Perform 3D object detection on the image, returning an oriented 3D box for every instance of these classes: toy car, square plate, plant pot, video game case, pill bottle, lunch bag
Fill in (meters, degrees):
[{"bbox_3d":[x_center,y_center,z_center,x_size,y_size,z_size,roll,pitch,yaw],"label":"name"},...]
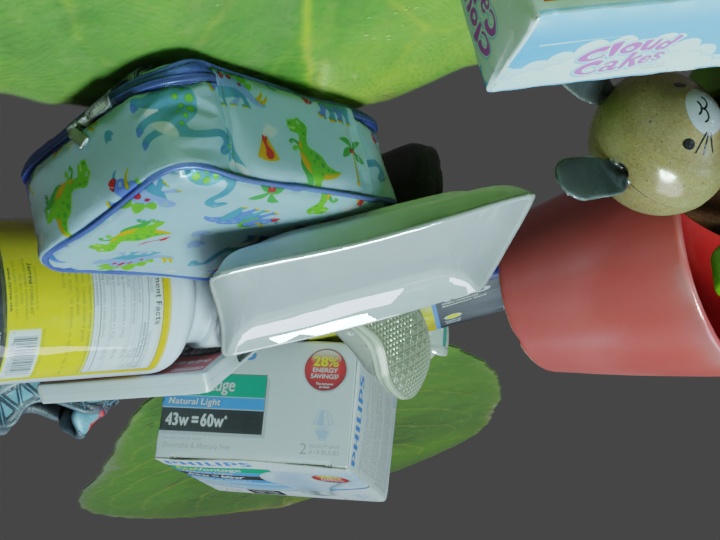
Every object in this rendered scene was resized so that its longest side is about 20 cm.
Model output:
[{"bbox_3d":[0.206,-0.086,0.758,0.200,0.165,0.158,8,156,-23],"label":"toy car"},{"bbox_3d":[0.000,0.000,0.798,0.200,0.029,0.198,-14,165,-8],"label":"square plate"},{"bbox_3d":[0.225,0.001,1.008,0.177,0.201,0.200,-13,167,36],"label":"plant pot"},{"bbox_3d":[-0.142,0.057,0.963,0.143,0.017,0.200,-6,-166,20],"label":"video game case"},{"bbox_3d":[-0.185,0.019,0.842,0.200,0.112,0.112,-2,160,-34],"label":"pill bottle"},{"bbox_3d":[-0.092,-0.050,0.741,0.161,0.083,0.200,-29,158,37],"label":"lunch bag"}]

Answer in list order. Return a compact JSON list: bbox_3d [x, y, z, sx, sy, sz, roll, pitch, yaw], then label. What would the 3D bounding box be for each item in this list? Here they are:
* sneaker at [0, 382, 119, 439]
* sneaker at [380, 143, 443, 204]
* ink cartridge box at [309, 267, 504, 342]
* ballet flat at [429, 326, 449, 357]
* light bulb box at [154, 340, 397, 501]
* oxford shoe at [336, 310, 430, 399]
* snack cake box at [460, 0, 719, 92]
[{"bbox_3d":[-0.248,0.106,1.104,0.200,0.096,0.079,-6,162,-23],"label":"sneaker"},{"bbox_3d":[-0.019,-0.033,0.879,0.091,0.076,0.200,9,150,-37],"label":"sneaker"},{"bbox_3d":[0.039,0.024,1.156,0.197,0.047,0.200,-14,165,4],"label":"ink cartridge box"},{"bbox_3d":[0.015,0.098,1.337,0.200,0.070,0.069,-25,160,34],"label":"ballet flat"},{"bbox_3d":[-0.078,0.154,1.237,0.198,0.125,0.200,1,162,13],"label":"light bulb box"},{"bbox_3d":[0.010,0.049,1.088,0.058,0.075,0.200,11,153,34],"label":"oxford shoe"},{"bbox_3d":[0.141,-0.152,0.536,0.200,0.115,0.067,-8,163,-16],"label":"snack cake box"}]
